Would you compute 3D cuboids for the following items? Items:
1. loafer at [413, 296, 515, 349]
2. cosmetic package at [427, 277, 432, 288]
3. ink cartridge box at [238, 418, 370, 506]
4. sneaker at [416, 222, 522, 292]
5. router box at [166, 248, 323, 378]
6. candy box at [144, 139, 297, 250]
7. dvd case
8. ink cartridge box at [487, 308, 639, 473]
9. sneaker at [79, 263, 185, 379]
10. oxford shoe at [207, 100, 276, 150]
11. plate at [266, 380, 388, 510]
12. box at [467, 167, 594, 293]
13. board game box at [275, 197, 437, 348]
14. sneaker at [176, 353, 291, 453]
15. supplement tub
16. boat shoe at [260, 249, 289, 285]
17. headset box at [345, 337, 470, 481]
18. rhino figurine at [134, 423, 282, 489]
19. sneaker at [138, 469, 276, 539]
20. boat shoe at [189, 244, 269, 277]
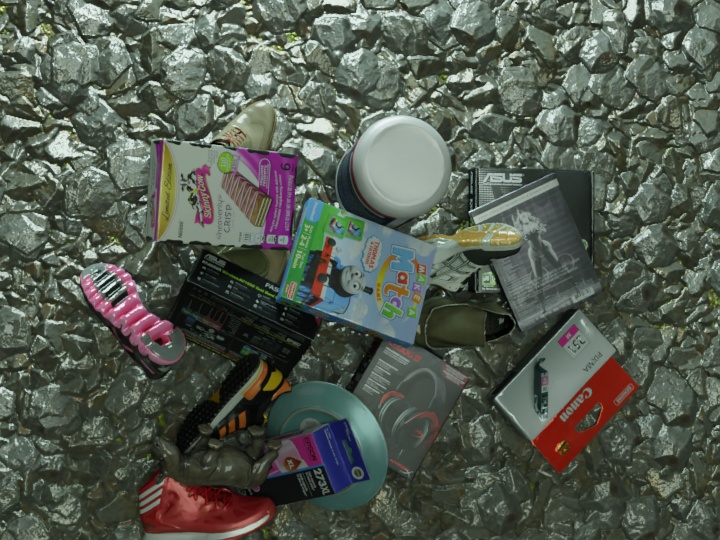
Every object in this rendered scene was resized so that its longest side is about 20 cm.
[{"bbox_3d":[0.155,0.077,1.477,0.198,0.069,0.076,-8,103,-40],"label":"loafer"},{"bbox_3d":[0.000,0.000,1.475,0.199,0.051,0.083,31,107,1],"label":"cosmetic package"},{"bbox_3d":[-0.088,0.281,1.432,0.198,0.037,0.096,-19,95,27],"label":"ink cartridge box"},{"bbox_3d":[0.155,-0.014,1.488,0.198,0.076,0.089,-8,107,32],"label":"sneaker"},{"bbox_3d":[-0.166,0.069,1.418,0.198,0.150,0.063,27,52,-9],"label":"router box"},{"bbox_3d":[-0.189,-0.102,1.367,0.198,0.061,0.138,2,94,-28],"label":"candy box"},{"bbox_3d":[0.269,-0.027,1.523,0.147,0.016,0.202,-25,95,-8],"label":"dvd case"},{"bbox_3d":[0.326,0.191,1.563,0.200,0.044,0.174,-45,95,-8],"label":"ink cartridge box"},{"bbox_3d":[-0.336,0.078,1.429,0.079,0.096,0.200,-32,71,-37],"label":"sneaker"},{"bbox_3d":[-0.181,-0.177,1.444,0.070,0.075,0.201,30,66,3],"label":"oxford shoe"},{"bbox_3d":[-0.054,0.259,1.442,0.198,0.026,0.203,8,109,25],"label":"plate"},{"bbox_3d":[0.266,-0.061,1.554,0.197,0.047,0.196,1,91,-10],"label":"box"},{"bbox_3d":[-0.003,0.004,1.394,0.198,0.037,0.153,20,70,-13],"label":"board game box"},{"bbox_3d":[-0.182,0.215,1.441,0.090,0.070,0.200,35,107,-28],"label":"sneaker"},{"bbox_3d":[0.041,-0.133,1.432,0.139,0.200,0.142,1,85,-12],"label":"supplement tub"},{"bbox_3d":[-0.132,-0.061,1.472,0.071,0.065,0.203,9,87,-10],"label":"boat shoe"},{"bbox_3d":[0.059,0.188,1.497,0.148,0.075,0.201,32,84,-7],"label":"headset box"},{"bbox_3d":[-0.214,0.264,1.387,0.198,0.060,0.088,6,116,-19],"label":"rhino figurine"},{"bbox_3d":[-0.226,0.323,1.423,0.198,0.078,0.117,-12,101,0],"label":"sneaker"},{"bbox_3d":[-0.218,-0.040,1.449,0.200,0.069,0.074,45,49,15],"label":"boat shoe"}]
